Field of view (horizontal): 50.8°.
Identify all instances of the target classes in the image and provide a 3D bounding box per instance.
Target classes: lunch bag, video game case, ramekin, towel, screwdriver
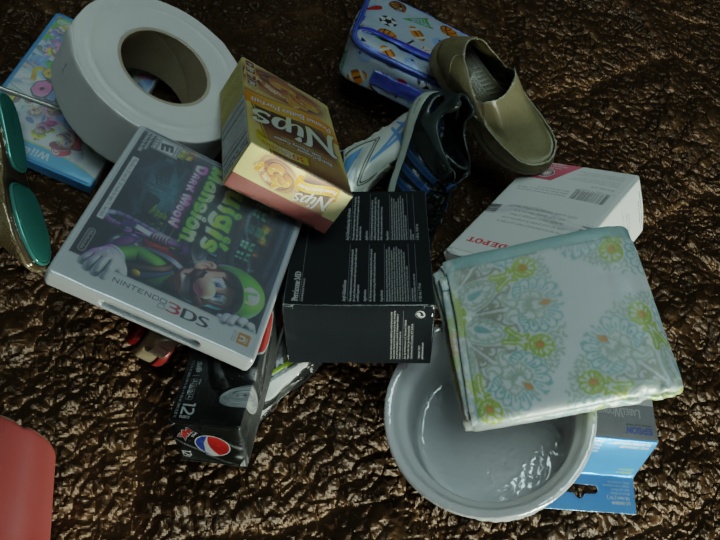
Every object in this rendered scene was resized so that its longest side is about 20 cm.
[{"bbox_3d":[0.078,-0.264,0.971,0.199,0.076,0.160,22,42,-6],"label":"lunch bag"},{"bbox_3d":[-0.153,-0.028,0.686,0.181,0.023,0.200,26,46,-12],"label":"video game case"},{"bbox_3d":[-0.330,-0.197,0.870,0.143,0.018,0.200,23,61,-6],"label":"video game case"},{"bbox_3d":[0.130,0.152,0.757,0.200,0.098,0.201,-6,63,12],"label":"ramekin"},{"bbox_3d":[0.176,0.053,0.715,0.199,0.048,0.172,-12,64,8],"label":"towel"},{"bbox_3d":[-0.296,-0.162,0.827,0.200,0.028,0.029,15,38,-31],"label":"screwdriver"}]

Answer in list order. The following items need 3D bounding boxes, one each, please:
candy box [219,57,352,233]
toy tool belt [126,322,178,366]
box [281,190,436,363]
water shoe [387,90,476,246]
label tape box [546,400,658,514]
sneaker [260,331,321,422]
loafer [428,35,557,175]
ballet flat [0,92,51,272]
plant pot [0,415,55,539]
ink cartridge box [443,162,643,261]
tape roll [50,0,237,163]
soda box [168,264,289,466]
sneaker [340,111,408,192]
[{"bbox_3d":[-0.081,-0.133,0.778,0.115,0.055,0.200,25,28,-27],"label":"candy box"},{"bbox_3d":[-0.212,-0.019,0.752,0.123,0.125,0.200,31,64,-24],"label":"toy tool belt"},{"bbox_3d":[0.000,0.000,0.777,0.141,0.079,0.200,2,37,0],"label":"box"},{"bbox_3d":[0.082,-0.107,0.872,0.071,0.079,0.201,2,97,-41],"label":"water shoe"},{"bbox_3d":[0.250,0.160,0.846,0.144,0.063,0.201,7,63,-13],"label":"label tape box"},{"bbox_3d":[-0.095,0.089,0.774,0.081,0.074,0.200,43,59,11],"label":"sneaker"},{"bbox_3d":[0.161,-0.192,0.887,0.200,0.067,0.076,43,78,-12],"label":"loafer"},{"bbox_3d":[-0.372,-0.086,0.779,0.065,0.071,0.201,-17,77,2],"label":"ballet flat"},{"bbox_3d":[-0.329,0.213,0.582,0.200,0.201,0.178,11,52,-12],"label":"plant pot"},{"bbox_3d":[0.216,-0.034,0.881,0.145,0.085,0.200,18,48,42],"label":"ink cartridge box"},{"bbox_3d":[-0.229,-0.205,0.838,0.202,0.071,0.203,21,51,-28],"label":"tape roll"},{"bbox_3d":[-0.114,0.075,0.704,0.063,0.071,0.200,6,48,4],"label":"soda box"},{"bbox_3d":[0.009,-0.136,0.913,0.072,0.072,0.200,41,59,-2],"label":"sneaker"}]
